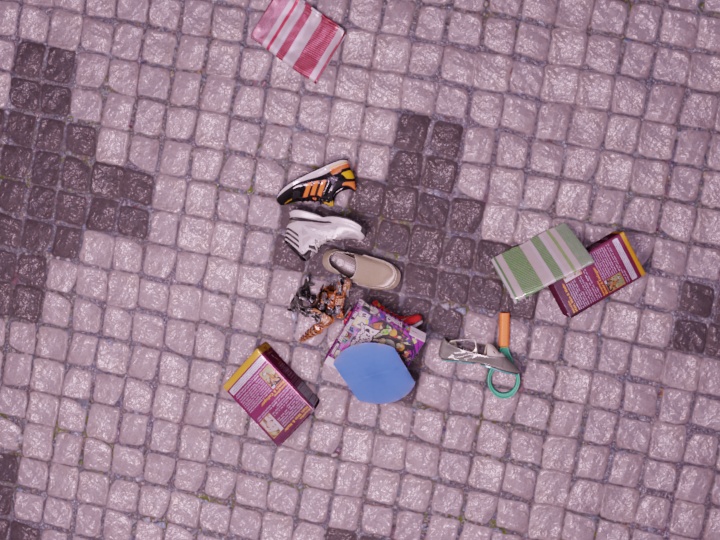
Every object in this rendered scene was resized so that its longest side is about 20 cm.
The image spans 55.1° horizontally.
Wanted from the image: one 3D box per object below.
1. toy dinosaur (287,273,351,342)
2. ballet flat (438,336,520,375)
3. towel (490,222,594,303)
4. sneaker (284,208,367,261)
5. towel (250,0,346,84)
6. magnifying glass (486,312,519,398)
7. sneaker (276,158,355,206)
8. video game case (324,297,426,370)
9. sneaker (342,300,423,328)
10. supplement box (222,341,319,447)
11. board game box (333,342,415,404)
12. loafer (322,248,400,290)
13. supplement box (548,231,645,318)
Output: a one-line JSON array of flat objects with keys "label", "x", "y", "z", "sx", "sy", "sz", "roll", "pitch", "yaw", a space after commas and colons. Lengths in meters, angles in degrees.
[{"label": "toy dinosaur", "x": -0.097, "y": 0.090, "z": 1.638, "sx": 0.134, "sy": 0.102, "sz": 0.203, "roll": 31, "pitch": 94, "yaw": -2}, {"label": "ballet flat", "x": 0.280, "y": 0.196, "z": 1.618, "sx": 0.194, "sy": 0.067, "sz": 0.066, "roll": 10, "pitch": 90, "yaw": 16}, {"label": "towel", "x": 0.412, "y": -0.020, "z": 1.579, "sx": 0.196, "sy": 0.154, "sz": 0.024, "roll": -27, "pitch": 131, "yaw": 7}, {"label": "sneaker", "x": -0.086, "y": -0.068, "z": 1.624, "sx": 0.194, "sy": 0.076, "sz": 0.119, "roll": 10, "pitch": 72, "yaw": 13}, {"label": "towel", "x": -0.148, "y": -0.563, "z": 1.645, "sx": 0.198, "sy": 0.023, "sz": 0.146, "roll": 35, "pitch": 96, "yaw": 2}, {"label": "magnifying glass", "x": 0.343, "y": 0.204, "z": 1.648, "sx": 0.077, "sy": 0.022, "sz": 0.207, "roll": 1, "pitch": 92, "yaw": 5}, {"label": "sneaker", "x": -0.103, "y": -0.186, "z": 1.637, "sx": 0.196, "sy": 0.070, "sz": 0.092, "roll": -26, "pitch": 88, "yaw": 3}, {"label": "video game case", "x": 0.031, "y": 0.182, "z": 1.608, "sx": 0.178, "sy": 0.036, "sz": 0.202, "roll": 27, "pitch": 124, "yaw": -6}, {"label": "sneaker", "x": 0.051, "y": 0.113, "z": 1.641, "sx": 0.193, "sy": 0.077, "sz": 0.088, "roll": -5, "pitch": 88, "yaw": 4}, {"label": "supplement box", "x": -0.211, "y": 0.294, "z": 1.655, "sx": 0.131, "sy": 0.103, "sz": 0.200, "roll": -44, "pitch": 88, "yaw": 5}, {"label": "board game box", "x": 0.035, "y": 0.225, "z": 1.591, "sx": 0.154, "sy": 0.040, "sz": 0.202, "roll": -18, "pitch": 125, "yaw": 21}, {"label": "loafer", "x": 0.000, "y": 0.000, "z": 1.639, "sx": 0.194, "sy": 0.068, "sz": 0.078, "roll": 14, "pitch": 94, "yaw": 4}, {"label": "supplement box", "x": 0.534, "y": 0.008, "z": 1.589, "sx": 0.197, "sy": 0.086, "sz": 0.112, "roll": -30, "pitch": 90, "yaw": 5}]
